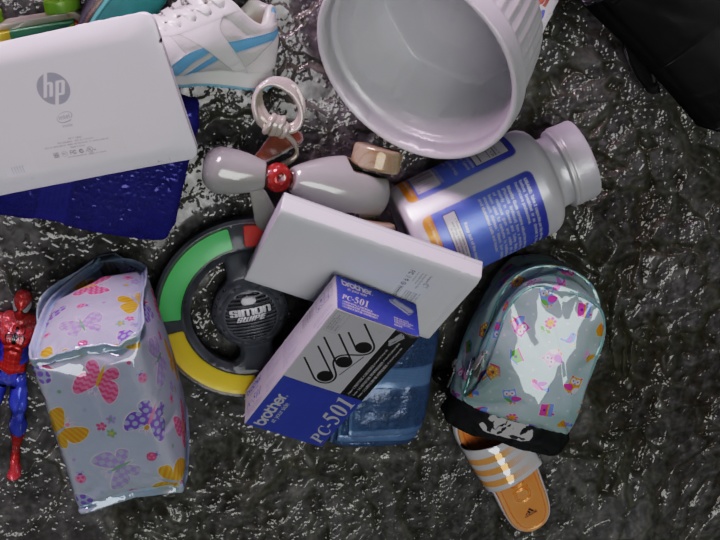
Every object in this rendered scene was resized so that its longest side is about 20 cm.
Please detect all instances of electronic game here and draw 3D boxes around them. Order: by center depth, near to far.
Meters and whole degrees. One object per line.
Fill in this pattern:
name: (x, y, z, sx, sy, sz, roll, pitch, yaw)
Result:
electronic game: (-0.113, 0.040, 1.128, 0.197, 0.042, 0.203, -4, 114, -9)

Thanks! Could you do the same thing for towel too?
towel: (-0.252, -0.110, 0.988, 0.197, 0.050, 0.149, 10, 117, -19)
towel: (0.028, 0.096, 1.189, 0.110, 0.049, 0.203, 1, 112, -16)

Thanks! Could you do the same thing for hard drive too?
hard drive: (0.000, 0.000, 1.055, 0.197, 0.027, 0.132, 19, 146, -12)

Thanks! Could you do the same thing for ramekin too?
ramekin: (0.069, -0.212, 0.992, 0.201, 0.198, 0.106, 55, 50, -26)

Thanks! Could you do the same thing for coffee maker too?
coffee maker: (0.313, -0.240, 1.039, 0.199, 0.192, 0.135, 37, 100, -25)

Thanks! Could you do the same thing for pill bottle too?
pill bottle: (0.136, -0.071, 1.111, 0.198, 0.112, 0.113, -24, 117, -3)

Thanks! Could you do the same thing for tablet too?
tablet: (-0.244, -0.133, 0.912, 0.197, 0.014, 0.132, -10, 122, 8)

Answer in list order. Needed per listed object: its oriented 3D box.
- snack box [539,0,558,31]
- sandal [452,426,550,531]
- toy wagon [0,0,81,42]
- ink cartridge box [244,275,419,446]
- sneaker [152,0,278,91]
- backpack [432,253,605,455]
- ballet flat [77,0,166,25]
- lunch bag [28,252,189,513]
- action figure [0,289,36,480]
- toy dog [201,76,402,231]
snack box: (0.147, -0.250, 1.086, 0.071, 0.024, 0.202, 19, 107, -21)
sandal: (0.179, 0.236, 1.282, 0.079, 0.059, 0.208, -31, 116, 0)
toy wagon: (-0.310, -0.158, 0.997, 0.197, 0.040, 0.157, -12, 115, -10)
ink cartridge box: (-0.032, 0.094, 1.096, 0.093, 0.045, 0.200, 20, 132, -23)
sneaker: (-0.155, -0.205, 0.972, 0.199, 0.076, 0.082, -10, 116, -48)
backpack: (0.185, 0.087, 1.181, 0.165, 0.127, 0.203, 15, 103, -13)
ballet flat: (-0.184, -0.275, 0.966, 0.200, 0.073, 0.073, -45, 116, 2)
lunch bag: (-0.232, 0.098, 1.038, 0.125, 0.201, 0.172, -11, 116, -1)
action figure: (-0.346, 0.120, 1.075, 0.064, 0.099, 0.203, 11, 107, -10)
toy dog: (-0.051, -0.090, 1.064, 0.198, 0.096, 0.133, 30, 90, -18)
